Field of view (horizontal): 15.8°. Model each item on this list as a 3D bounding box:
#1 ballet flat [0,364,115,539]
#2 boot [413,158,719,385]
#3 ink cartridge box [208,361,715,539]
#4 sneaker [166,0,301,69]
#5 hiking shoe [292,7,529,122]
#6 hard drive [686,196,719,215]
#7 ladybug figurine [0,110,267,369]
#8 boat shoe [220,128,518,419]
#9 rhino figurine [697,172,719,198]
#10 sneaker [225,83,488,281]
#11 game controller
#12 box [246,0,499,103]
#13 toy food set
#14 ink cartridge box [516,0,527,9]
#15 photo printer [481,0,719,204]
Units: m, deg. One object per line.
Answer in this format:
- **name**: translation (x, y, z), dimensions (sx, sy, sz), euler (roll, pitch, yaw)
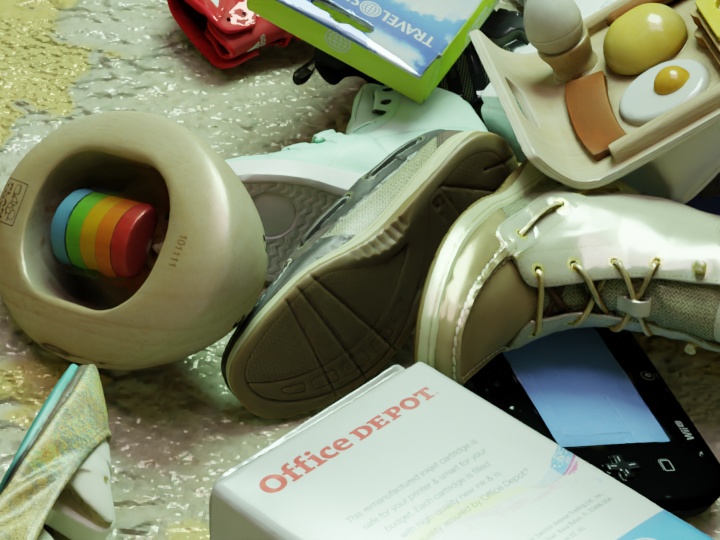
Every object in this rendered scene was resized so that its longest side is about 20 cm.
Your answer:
- **ballet flat**: translation (-0.153, 0.122, 1.228), dimensions (0.071, 0.071, 0.200), euler (13, 36, 14)
- **boot**: translation (0.126, 0.012, 1.317), dimensions (0.154, 0.072, 0.200), euler (19, 36, 20)
- **ink cartridge box**: translation (0.047, 0.143, 1.187), dimensions (0.200, 0.085, 0.144), euler (32, 44, 33)
- **sneaker**: translation (-0.029, -0.157, 1.635), dimensions (0.200, 0.078, 0.116), euler (14, 52, 20)
- **hiking shoe**: translation (0.061, -0.109, 1.567), dimensions (0.200, 0.076, 0.101), euler (22, 74, 1)
- **hard drive**: translation (0.210, -0.001, 1.433), dimensions (0.200, 0.025, 0.132), euler (22, 28, 25)
- **ladybug figurine**: translation (-0.119, -0.013, 1.369), dimensions (0.072, 0.136, 0.200), euler (21, -1, -44)
- **boat shoe**: translation (0.000, 0.000, 1.377), dimensions (0.200, 0.073, 0.065), euler (-41, 28, -17)
- **rhino figurine**: translation (0.286, -0.084, 1.452), dimensions (0.200, 0.060, 0.087), euler (-19, 20, 24)
- **sneaker**: translation (-0.016, -0.056, 1.474), dimensions (0.200, 0.074, 0.118), euler (-2, 36, -14)
- **game controller**: translation (0.109, 0.063, 1.341), dimensions (0.104, 0.042, 0.200), euler (-9, 38, -16)
- **box**: translation (0.023, -0.181, 1.515), dimensions (0.122, 0.048, 0.200), euler (29, 49, 8)
- **toy food set**: translation (0.162, -0.137, 1.376), dimensions (0.200, 0.060, 0.144), euler (-30, 33, 7)
- **ink cartridge box**: translation (0.162, -0.227, 1.717), dimensions (0.146, 0.084, 0.200), euler (-11, 38, -19)
- **photo printer**: translation (0.185, -0.131, 1.476), dimensions (0.200, 0.069, 0.166), euler (-45, 30, -18)
